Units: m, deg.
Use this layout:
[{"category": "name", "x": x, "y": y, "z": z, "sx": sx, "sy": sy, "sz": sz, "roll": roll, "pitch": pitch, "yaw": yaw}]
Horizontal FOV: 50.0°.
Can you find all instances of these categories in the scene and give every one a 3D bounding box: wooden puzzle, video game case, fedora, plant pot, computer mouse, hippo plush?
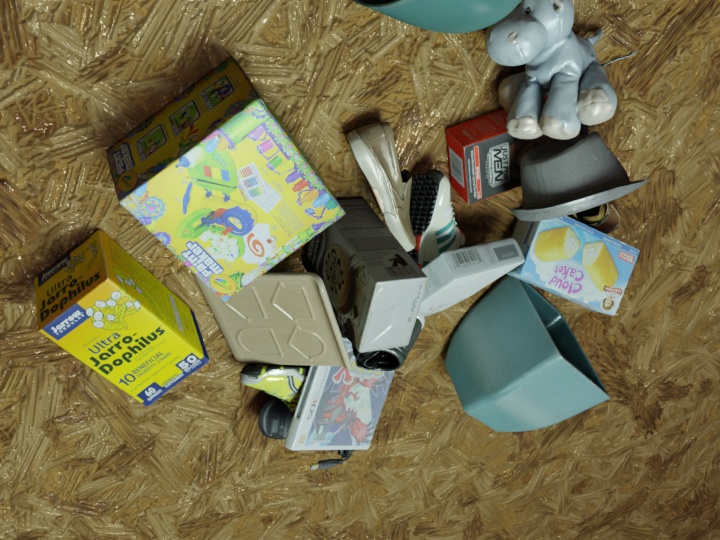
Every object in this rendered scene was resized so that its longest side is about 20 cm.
[{"category": "wooden puzzle", "x": -0.117, "y": 0.063, "z": 1.083, "sx": 0.199, "sy": 0.046, "sz": 0.186, "roll": 3, "pitch": 135, "yaw": 21}, {"category": "video game case", "x": -0.022, "y": 0.196, "z": 1.223, "sx": 0.200, "sy": 0.023, "sz": 0.183, "roll": 16, "pitch": 93, "yaw": -53}, {"category": "fedora", "x": 0.287, "y": -0.135, "z": 1.050, "sx": 0.199, "sy": 0.176, "sz": 0.091, "roll": -23, "pitch": 101, "yaw": -35}, {"category": "plant pot", "x": 0.261, "y": 0.162, "z": 1.313, "sx": 0.200, "sy": 0.197, "sz": 0.196, "roll": -38, "pitch": 134, "yaw": 18}, {"category": "plant pot", "x": 0.095, "y": -0.350, "z": 0.826, "sx": 0.160, "sy": 0.201, "sz": 0.201, "roll": 11, "pitch": 120, "yaw": -46}, {"category": "computer mouse", "x": -0.091, "y": 0.266, "z": 1.291, "sx": 0.199, "sy": 0.046, "sz": 0.141, "roll": 0, "pitch": 101, "yaw": -35}, {"category": "hippo plush", "x": 0.248, "y": -0.275, "z": 0.976, "sx": 0.199, "sy": 0.160, "sz": 0.161, "roll": -35, "pitch": 134, "yaw": 4}]

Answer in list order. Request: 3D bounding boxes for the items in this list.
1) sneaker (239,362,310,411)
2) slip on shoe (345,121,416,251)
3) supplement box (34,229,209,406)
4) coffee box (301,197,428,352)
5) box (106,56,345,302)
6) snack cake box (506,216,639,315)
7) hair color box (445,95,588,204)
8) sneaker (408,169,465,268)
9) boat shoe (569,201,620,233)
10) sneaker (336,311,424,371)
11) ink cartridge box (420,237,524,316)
[{"category": "sneaker", "x": -0.099, "y": 0.183, "z": 1.194, "sx": 0.199, "sy": 0.075, "sz": 0.077, "roll": 14, "pitch": 86, "yaw": -39}, {"category": "slip on shoe", "x": 0.045, "y": -0.112, "z": 1.055, "sx": 0.060, "sy": 0.076, "sz": 0.201, "roll": -26, "pitch": 120, "yaw": 2}, {"category": "supplement box", "x": -0.306, "y": 0.065, "z": 0.999, "sx": 0.109, "sy": 0.110, "sz": 0.200, "roll": -36, "pitch": 132, "yaw": 4}, {"category": "coffee box", "x": 0.000, "y": 0.000, "z": 1.039, "sx": 0.079, "sy": 0.200, "sz": 0.114, "roll": -5, "pitch": 127, "yaw": -27}, {"category": "box", "x": -0.160, "y": -0.104, "z": 0.930, "sx": 0.192, "sy": 0.122, "sz": 0.200, "roll": -35, "pitch": 134, "yaw": 3}, {"category": "snack cake box", "x": 0.333, "y": -0.015, "z": 1.231, "sx": 0.199, "sy": 0.067, "sz": 0.116, "roll": 21, "pitch": 89, "yaw": -23}, {"category": "hair color box", "x": 0.226, "y": -0.180, "z": 1.106, "sx": 0.199, "sy": 0.061, "sz": 0.102, "roll": -22, "pitch": 131, "yaw": -11}, {"category": "sneaker", "x": 0.113, "y": -0.068, "z": 1.140, "sx": 0.093, "sy": 0.070, "sz": 0.201, "roll": -17, "pitch": 134, "yaw": -29}, {"category": "boat shoe", "x": 0.362, "y": -0.096, "z": 1.235, "sx": 0.199, "sy": 0.068, "sz": 0.072, "roll": 21, "pitch": 112, "yaw": -38}, {"category": "sneaker", "x": -0.013, "y": 0.083, "z": 1.115, "sx": 0.199, "sy": 0.100, "sz": 0.071, "roll": 14, "pitch": 140, "yaw": 6}, {"category": "ink cartridge box", "x": 0.129, "y": 0.021, "z": 1.179, "sx": 0.159, "sy": 0.048, "sz": 0.200, "roll": -13, "pitch": 164, "yaw": -40}]
